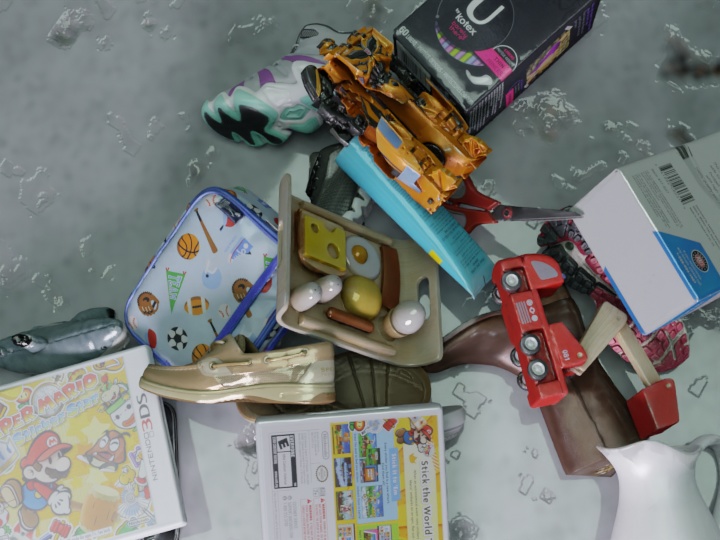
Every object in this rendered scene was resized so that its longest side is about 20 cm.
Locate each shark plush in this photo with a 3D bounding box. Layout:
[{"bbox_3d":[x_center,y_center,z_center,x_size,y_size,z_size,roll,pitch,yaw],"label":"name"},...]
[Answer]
[{"bbox_3d":[-0.335,0.070,1.305,0.197,0.083,0.092,6,77,5],"label":"shark plush"}]

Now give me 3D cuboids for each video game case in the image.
[{"bbox_3d":[-0.006,0.235,1.212,0.179,0.023,0.203,-4,95,-5],"label":"video game case"},{"bbox_3d":[-0.285,0.188,1.252,0.197,0.023,0.185,-16,75,3],"label":"video game case"}]

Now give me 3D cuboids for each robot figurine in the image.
[{"bbox_3d":[0.034,-0.160,1.252,0.200,0.058,0.145,46,45,-2],"label":"robot figurine"}]

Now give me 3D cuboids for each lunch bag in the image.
[{"bbox_3d":[-0.135,0.021,1.278,0.160,0.075,0.201,42,107,15],"label":"lunch bag"}]

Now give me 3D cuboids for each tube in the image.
[{"bbox_3d":[0.060,-0.059,1.275,0.200,0.050,0.077,46,39,2],"label":"tube"}]

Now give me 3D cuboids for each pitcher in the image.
[{"bbox_3d":[0.311,0.261,1.209,0.170,0.121,0.203,-1,81,-32],"label":"pitcher"}]

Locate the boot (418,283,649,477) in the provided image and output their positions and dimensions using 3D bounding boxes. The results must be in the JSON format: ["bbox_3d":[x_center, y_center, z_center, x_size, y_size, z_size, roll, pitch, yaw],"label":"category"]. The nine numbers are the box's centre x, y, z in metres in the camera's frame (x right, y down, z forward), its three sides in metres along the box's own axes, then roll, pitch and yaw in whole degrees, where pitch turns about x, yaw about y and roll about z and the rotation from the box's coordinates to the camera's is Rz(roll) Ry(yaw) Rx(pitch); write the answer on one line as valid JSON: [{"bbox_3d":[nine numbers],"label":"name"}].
[{"bbox_3d":[0.174,0.133,1.272,0.184,0.064,0.202,-25,79,-2],"label":"boot"}]

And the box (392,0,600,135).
[{"bbox_3d":[0.144,-0.256,1.340,0.200,0.106,0.122,-42,78,-7],"label":"box"}]

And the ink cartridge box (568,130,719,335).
[{"bbox_3d":[0.324,-0.042,1.240,0.198,0.084,0.147,-19,73,-40],"label":"ink cartridge box"}]

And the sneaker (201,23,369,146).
[{"bbox_3d":[-0.071,-0.214,1.368,0.197,0.078,0.141,-4,55,18],"label":"sneaker"}]

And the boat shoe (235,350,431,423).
[{"bbox_3d":[-0.027,0.127,1.283,0.197,0.065,0.073,-6,72,-1],"label":"boat shoe"}]

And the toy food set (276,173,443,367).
[{"bbox_3d":[0.000,0.000,1.228,0.060,0.198,0.145,-28,52,41],"label":"toy food set"}]

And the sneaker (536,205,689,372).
[{"bbox_3d":[0.269,0.014,1.288,0.080,0.075,0.201,-39,88,33],"label":"sneaker"}]

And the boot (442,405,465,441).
[{"bbox_3d":[0.021,0.207,1.266,0.197,0.074,0.097,-18,92,-1],"label":"boot"}]

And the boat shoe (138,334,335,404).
[{"bbox_3d":[-0.118,0.094,1.215,0.197,0.071,0.066,0,88,12],"label":"boat shoe"}]

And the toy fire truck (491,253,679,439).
[{"bbox_3d":[0.219,0.072,1.237,0.139,0.049,0.203,-11,73,-12],"label":"toy fire truck"}]

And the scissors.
[{"bbox_3d":[0.141,-0.053,1.279,0.199,0.014,0.074,25,105,42],"label":"scissors"}]

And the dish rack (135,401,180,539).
[{"bbox_3d":[-0.287,0.213,1.286,0.197,0.055,0.156,-5,75,5],"label":"dish rack"}]

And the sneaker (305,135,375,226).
[{"bbox_3d":[-0.029,-0.079,1.333,0.090,0.067,0.201,33,77,13],"label":"sneaker"}]
